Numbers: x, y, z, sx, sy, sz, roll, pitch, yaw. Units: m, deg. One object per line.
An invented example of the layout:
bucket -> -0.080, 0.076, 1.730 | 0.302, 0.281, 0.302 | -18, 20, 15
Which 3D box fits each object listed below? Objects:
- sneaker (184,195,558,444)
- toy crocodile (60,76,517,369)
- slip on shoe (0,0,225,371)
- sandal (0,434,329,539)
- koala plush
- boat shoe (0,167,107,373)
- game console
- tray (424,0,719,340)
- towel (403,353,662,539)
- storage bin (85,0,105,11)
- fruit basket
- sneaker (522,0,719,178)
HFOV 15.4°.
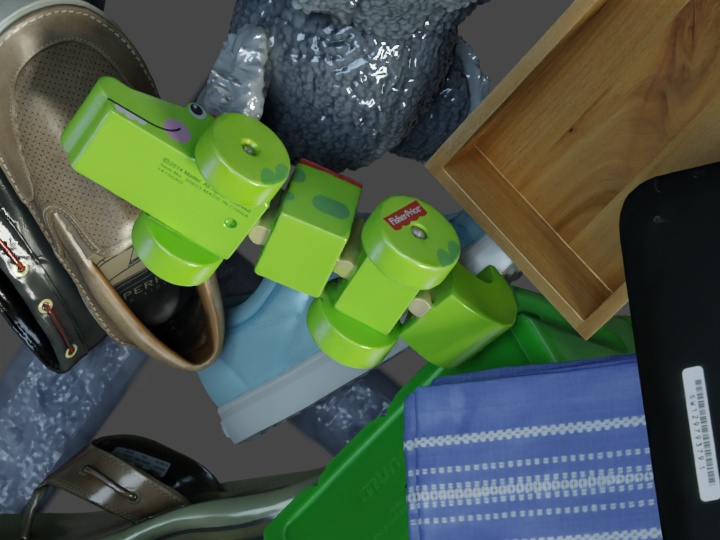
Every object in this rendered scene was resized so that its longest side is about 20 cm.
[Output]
sneaker -> 0.000, 0.000, 1.169 | 0.199, 0.074, 0.082 | -32, 89, 22
toy crocodile -> -0.026, -0.019, 1.067 | 0.199, 0.062, 0.068 | 26, 129, -10
slip on shoe -> -0.106, -0.034, 1.119 | 0.076, 0.201, 0.061 | -30, 45, -14
sandal -> -0.096, 0.100, 1.214 | 0.200, 0.080, 0.058 | -12, 97, 7
koala plush -> 0.001, -0.124, 1.106 | 0.184, 0.177, 0.201 | 45, 127, 37
boat shoe -> -0.175, -0.032, 1.174 | 0.063, 0.074, 0.202 | -49, 125, -11
game console -> 0.206, 0.055, 0.993 | 0.175, 0.116, 0.201 | -13, 75, 24
tray -> 0.120, -0.070, 1.041 | 0.099, 0.037, 0.200 | 47, 129, 5
towel -> 0.088, 0.132, 1.021 | 0.144, 0.024, 0.201 | -9, 77, 25
storage bin -> -0.141, -0.211, 1.124 | 0.093, 0.135, 0.201 | 7, 71, -8
fruit basket -> 0.090, 0.134, 1.149 | 0.214, 0.156, 0.217 | -10, 126, -14
sneaker -> 0.157, -0.122, 1.090 | 0.200, 0.115, 0.076 | -36, 89, 40
